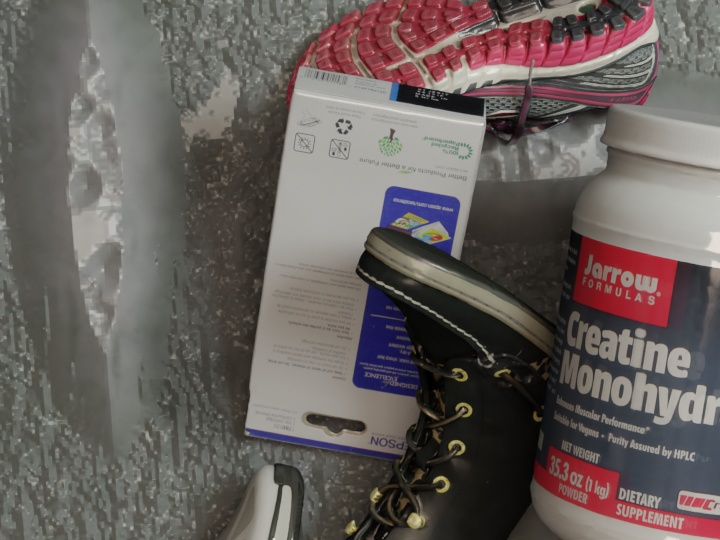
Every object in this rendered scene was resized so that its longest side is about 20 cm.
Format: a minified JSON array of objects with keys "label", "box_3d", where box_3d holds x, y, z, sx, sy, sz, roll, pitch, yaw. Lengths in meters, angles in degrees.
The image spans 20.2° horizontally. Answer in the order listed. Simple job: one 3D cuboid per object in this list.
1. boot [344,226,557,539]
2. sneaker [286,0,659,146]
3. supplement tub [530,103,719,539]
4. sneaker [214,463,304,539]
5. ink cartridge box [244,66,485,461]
[{"label":"boot","box_3d":[0.038,0.080,1.001,0.073,0.203,0.154,35,90,45]},{"label":"sneaker","box_3d":[0.059,-0.099,1.058,0.198,0.075,0.081,-8,45,8]},{"label":"supplement tub","box_3d":[0.160,0.031,0.938,0.139,0.140,0.202,8,98,-1]},{"label":"sneaker","box_3d":[-0.106,0.181,1.031,0.115,0.076,0.202,21,88,-2]},{"label":"ink cartridge box","box_3d":[0.000,0.000,1.038,0.099,0.039,0.201,10,116,-1]}]
